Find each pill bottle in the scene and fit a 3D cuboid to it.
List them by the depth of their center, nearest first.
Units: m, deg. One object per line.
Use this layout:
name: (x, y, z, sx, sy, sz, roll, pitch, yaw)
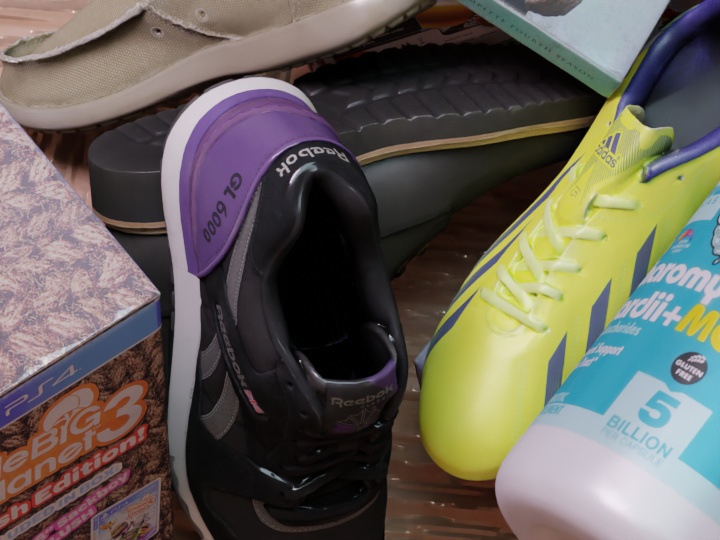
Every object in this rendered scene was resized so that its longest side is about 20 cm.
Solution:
pill bottle: (0.143, 0.029, 0.968, 0.111, 0.111, 0.200, 34, 74, 17)

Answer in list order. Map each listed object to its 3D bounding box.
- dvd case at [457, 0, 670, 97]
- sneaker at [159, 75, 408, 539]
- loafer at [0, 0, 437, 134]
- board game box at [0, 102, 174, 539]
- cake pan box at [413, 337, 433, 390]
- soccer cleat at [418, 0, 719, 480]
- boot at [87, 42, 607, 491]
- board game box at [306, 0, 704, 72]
dvd case: (0.076, -0.179, 1.036, 0.146, 0.022, 0.200, 33, 69, -2)
sneaker: (-0.020, 0.042, 0.969, 0.076, 0.200, 0.088, -19, 29, -18)
loafer: (-0.059, -0.102, 1.081, 0.076, 0.200, 0.068, -30, 103, -54)
board game box: (-0.147, 0.029, 0.973, 0.097, 0.200, 0.159, -33, 65, -20)
cake pan box: (0.146, 0.027, 1.054, 0.184, 0.052, 0.200, 35, 74, 20)
soccer cleat: (0.082, -0.018, 1.007, 0.065, 0.084, 0.200, 34, 76, 18)
boot: (0.000, 0.000, 1.056, 0.200, 0.139, 0.077, -13, 24, -20)
board game box: (0.067, -0.126, 1.148, 0.200, 0.035, 0.126, -18, 42, -11)
